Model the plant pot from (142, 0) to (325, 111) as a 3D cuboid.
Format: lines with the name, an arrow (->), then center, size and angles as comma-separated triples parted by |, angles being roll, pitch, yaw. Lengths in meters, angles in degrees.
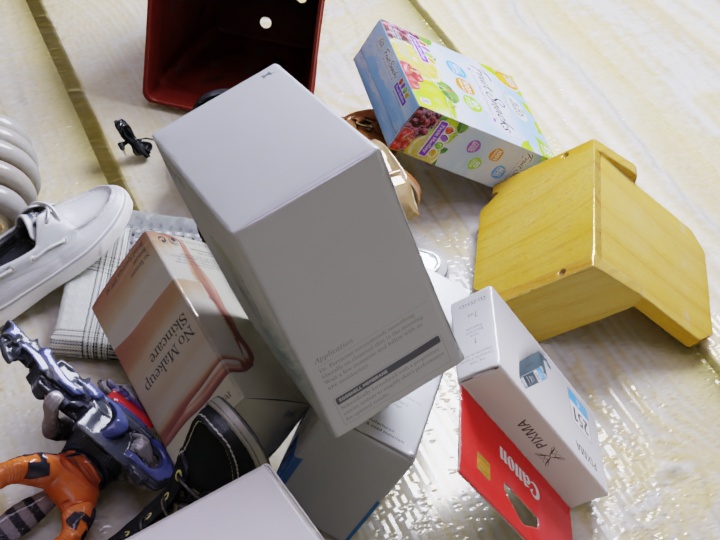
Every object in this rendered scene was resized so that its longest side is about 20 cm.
plant pot -> -0.129, -0.303, 1.468 | 0.198, 0.201, 0.177 | 13, 31, 6

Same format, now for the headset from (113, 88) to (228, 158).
headset -> -0.165, -0.142, 1.335 | 0.199, 0.094, 0.124 | -2, 59, 28

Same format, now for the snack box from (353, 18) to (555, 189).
snack box -> 0.105, -0.179, 1.389 | 0.199, 0.068, 0.169 | 18, 35, -33

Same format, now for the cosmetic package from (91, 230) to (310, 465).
cosmetic package -> -0.141, 0.072, 1.075 | 0.087, 0.104, 0.200 | 12, 33, -49

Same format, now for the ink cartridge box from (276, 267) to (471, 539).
ink cartridge box -> 0.009, 0.106, 1.065 | 0.083, 0.145, 0.200 | 28, 44, -3

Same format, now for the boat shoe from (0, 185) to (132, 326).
boat shoe -> -0.309, -0.028, 1.197 | 0.200, 0.069, 0.072 | -37, 45, -17

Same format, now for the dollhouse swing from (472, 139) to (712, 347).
dollhouse swing -> 0.243, 0.001, 1.299 | 0.181, 0.176, 0.201 | -24, 35, 28

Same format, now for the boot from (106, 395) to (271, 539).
boot -> -0.146, 0.192, 0.929 | 0.153, 0.204, 0.073 | -32, 64, -29

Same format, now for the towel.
towel -> -0.193, 0.013, 1.227 | 0.191, 0.035, 0.201 | 5, 43, -2

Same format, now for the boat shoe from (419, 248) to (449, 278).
boat shoe -> 0.000, 0.000, 1.225 | 0.199, 0.067, 0.074 | -9, 50, -21

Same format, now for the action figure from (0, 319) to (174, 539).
action figure -> -0.255, 0.147, 1.032 | 0.200, 0.105, 0.193 | 46, 46, 3

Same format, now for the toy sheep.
toy sheep -> -0.386, -0.096, 1.246 | 0.137, 0.138, 0.201 | 0, 60, -8

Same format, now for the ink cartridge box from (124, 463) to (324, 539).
ink cartridge box -> -0.115, 0.241, 0.869 | 0.144, 0.200, 0.084 | -26, 64, -31

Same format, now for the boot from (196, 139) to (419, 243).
boot -> -0.031, -0.031, 1.162 | 0.199, 0.066, 0.176 | -21, 63, -23

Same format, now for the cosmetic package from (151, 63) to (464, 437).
cosmetic package -> -0.043, -0.020, 0.948 | 0.122, 0.201, 0.199 | -30, 34, -10

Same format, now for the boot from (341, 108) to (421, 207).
boot -> 0.016, -0.127, 1.359 | 0.199, 0.074, 0.154 | 25, 34, 29

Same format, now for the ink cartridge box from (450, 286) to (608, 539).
ink cartridge box -> 0.144, 0.140, 1.034 | 0.045, 0.200, 0.177 | -25, 38, 23
